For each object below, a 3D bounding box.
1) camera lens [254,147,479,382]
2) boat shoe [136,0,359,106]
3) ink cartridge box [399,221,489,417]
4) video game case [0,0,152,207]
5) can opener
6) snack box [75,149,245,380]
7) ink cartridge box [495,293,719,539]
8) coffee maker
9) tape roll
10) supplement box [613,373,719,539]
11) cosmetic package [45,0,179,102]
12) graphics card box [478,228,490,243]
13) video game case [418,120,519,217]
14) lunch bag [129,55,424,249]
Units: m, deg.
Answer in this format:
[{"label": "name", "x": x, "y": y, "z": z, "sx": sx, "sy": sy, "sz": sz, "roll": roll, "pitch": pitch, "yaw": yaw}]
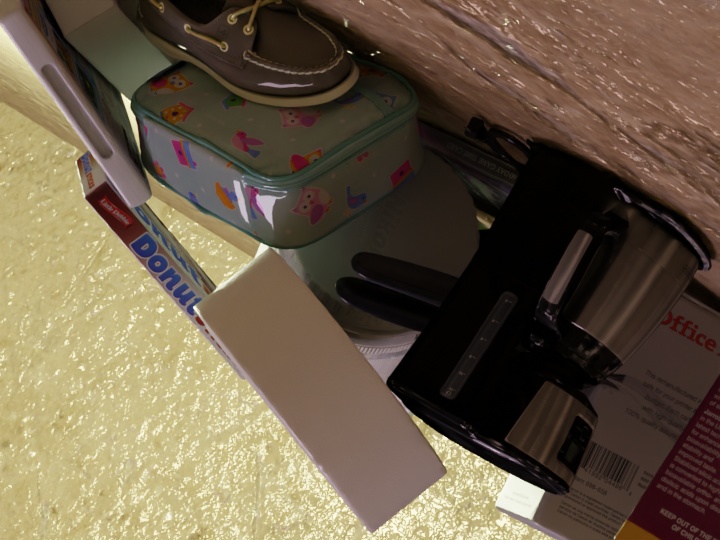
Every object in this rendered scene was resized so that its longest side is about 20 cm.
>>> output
[{"label": "camera lens", "x": 0.000, "y": 0.000, "z": 1.771, "sx": 0.160, "sy": 0.160, "sz": 0.200, "roll": 33, "pitch": 158, "yaw": 3}, {"label": "boat shoe", "x": -0.086, "y": -0.173, "z": 1.632, "sx": 0.202, "sy": 0.072, "sz": 0.060, "roll": 25, "pitch": 146, "yaw": 36}, {"label": "ink cartridge box", "x": 0.024, "y": 0.007, "z": 1.957, "sx": 0.146, "sy": 0.200, "sz": 0.048, "roll": 35, "pitch": 136, "yaw": -16}, {"label": "video game case", "x": -0.221, "y": -0.161, "z": 1.699, "sx": 0.182, "sy": 0.024, "sz": 0.200, "roll": 57, "pitch": -175, "yaw": -33}, {"label": "can opener", "x": 0.078, "y": 0.034, "z": 1.638, "sx": 0.200, "sy": 0.063, "sz": 0.079, "roll": 27, "pitch": -150, "yaw": -17}, {"label": "snack box", "x": -0.144, "y": -0.005, "z": 1.741, "sx": 0.200, "sy": 0.024, "sz": 0.072, "roll": 51, "pitch": -173, "yaw": -27}, {"label": "ink cartridge box", "x": 0.214, "y": 0.122, "z": 1.704, "sx": 0.144, "sy": 0.200, "sz": 0.084, "roll": 29, "pitch": 174, "yaw": -18}, {"label": "coffee maker", "x": 0.111, "y": 0.028, "z": 1.559, "sx": 0.135, "sy": 0.200, "sz": 0.192, "roll": 39, "pitch": 172, "yaw": -39}, {"label": "tape roll", "x": -0.028, "y": 0.082, "z": 1.586, "sx": 0.202, "sy": 0.071, "sz": 0.202, "roll": 51, "pitch": 176, "yaw": 5}, {"label": "supplement box", "x": 0.282, "y": 0.142, "z": 1.558, "sx": 0.103, "sy": 0.200, "sz": 0.131, "roll": 29, "pitch": 173, "yaw": 35}, {"label": "cosmetic package", "x": -0.201, "y": -0.211, "z": 1.768, "sx": 0.151, "sy": 0.052, "sz": 0.200, "roll": 59, "pitch": -175, "yaw": 23}, {"label": "graphics card box", "x": 0.107, "y": 0.030, "z": 1.803, "sx": 0.051, "sy": 0.126, "sz": 0.200, "roll": 2, "pitch": 179, "yaw": -10}, {"label": "video game case", "x": 0.126, "y": -0.051, "z": 1.750, "sx": 0.200, "sy": 0.019, "sz": 0.143, "roll": 30, "pitch": 174, "yaw": 41}, {"label": "lunch bag", "x": -0.060, "y": -0.106, "z": 1.656, "sx": 0.200, "sy": 0.160, "sz": 0.077, "roll": 31, "pitch": 144, "yaw": 40}]
